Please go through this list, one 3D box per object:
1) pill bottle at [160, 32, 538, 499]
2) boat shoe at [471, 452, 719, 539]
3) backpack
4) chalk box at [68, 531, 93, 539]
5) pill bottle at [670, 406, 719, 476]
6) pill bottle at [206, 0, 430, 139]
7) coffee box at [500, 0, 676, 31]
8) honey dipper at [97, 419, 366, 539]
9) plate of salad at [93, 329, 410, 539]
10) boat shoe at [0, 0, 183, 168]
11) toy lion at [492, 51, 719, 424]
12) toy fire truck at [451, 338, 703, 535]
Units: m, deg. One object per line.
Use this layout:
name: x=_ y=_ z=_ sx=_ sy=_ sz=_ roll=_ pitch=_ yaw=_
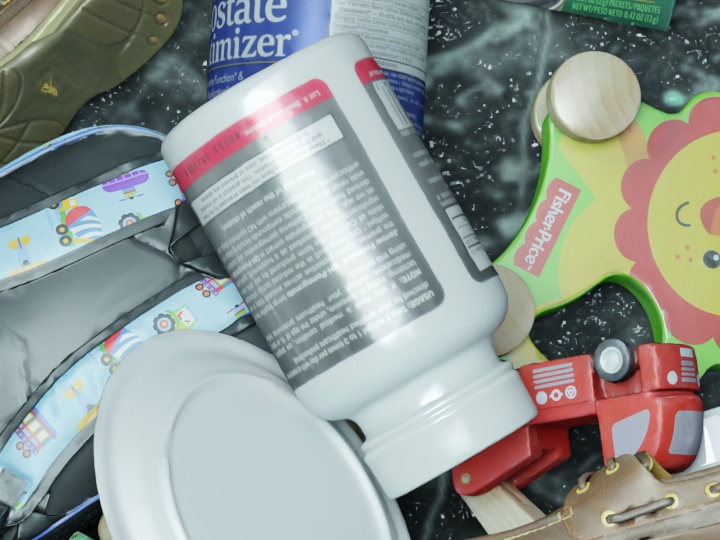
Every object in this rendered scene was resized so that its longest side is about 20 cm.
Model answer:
pill bottle: x=0.000 y=0.000 z=1.400 sx=0.111 sy=0.111 sz=0.200 roll=-29 pitch=87 yaw=-7
boat shoe: x=0.127 y=0.117 z=1.367 sx=0.200 sy=0.072 sz=0.068 roll=-10 pitch=79 yaw=20
backpack: x=-0.142 y=0.033 z=1.481 sx=0.200 sy=0.135 sz=0.183 roll=-31 pitch=79 yaw=-8
chalk box: x=-0.112 y=0.209 z=1.407 sx=0.124 sy=0.200 sz=0.124 roll=33 pitch=79 yaw=7
pill bottle: x=0.196 y=0.170 z=1.462 sx=0.113 sy=0.113 sz=0.201 roll=-16 pitch=77 yaw=-4
pill bottle: x=-0.020 y=-0.137 z=1.522 sx=0.111 sy=0.112 sz=0.201 roll=3 pitch=84 yaw=1
coffee box: x=0.112 y=-0.208 z=1.506 sx=0.123 sy=0.200 sz=0.044 roll=11 pitch=54 yaw=2
honey dipper: x=-0.061 y=0.101 z=1.445 sx=0.038 sy=0.200 sz=0.038 roll=8 pitch=106 yaw=29
plate of salad: x=-0.050 y=0.120 z=1.377 sx=0.048 sy=0.200 sz=0.200 roll=-34 pitch=76 yaw=34
boat shoe: x=-0.184 y=-0.102 z=1.555 sx=0.200 sy=0.072 sz=0.068 roll=-38 pitch=46 yaw=0
toy lion: x=0.157 y=-0.008 z=1.535 sx=0.191 sy=0.069 sz=0.200 roll=28 pitch=79 yaw=-2
toy fire truck: x=0.076 y=0.114 z=1.452 sx=0.200 sy=0.049 sz=0.142 roll=-11 pitch=81 yaw=31
